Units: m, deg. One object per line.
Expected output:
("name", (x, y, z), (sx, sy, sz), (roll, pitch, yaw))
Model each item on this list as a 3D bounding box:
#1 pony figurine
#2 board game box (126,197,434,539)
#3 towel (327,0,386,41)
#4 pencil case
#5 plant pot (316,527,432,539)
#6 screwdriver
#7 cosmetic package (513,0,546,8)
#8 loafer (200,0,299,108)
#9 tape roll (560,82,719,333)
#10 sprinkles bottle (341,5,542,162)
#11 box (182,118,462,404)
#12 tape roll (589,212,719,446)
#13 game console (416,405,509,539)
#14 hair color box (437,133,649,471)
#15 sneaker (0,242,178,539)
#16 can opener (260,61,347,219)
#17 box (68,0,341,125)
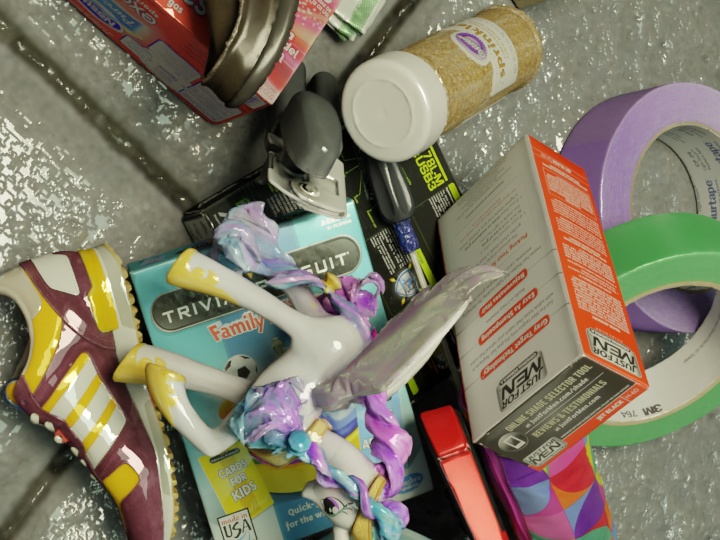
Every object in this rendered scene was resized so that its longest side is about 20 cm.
("pony figurine", (-0.020, 0.052, 0.704), (0.199, 0.167, 0.194), (36, 84, 7))
("board game box", (-0.051, 0.071, 0.791), (0.149, 0.047, 0.203), (-18, 101, -10))
("towel", (-0.043, -0.281, 0.864), (0.199, 0.031, 0.150), (38, 69, -21))
("pencil case", (0.132, 0.148, 0.884), (0.088, 0.088, 0.201), (-41, 129, -24))
("plant pot", (0.014, 0.242, 0.785), (0.199, 0.199, 0.136), (36, 69, -24))
("screwdriver", (0.043, 0.002, 0.846), (0.028, 0.029, 0.202), (-24, 94, -28))
("cosmetic package", (0.115, -0.307, 0.907), (0.073, 0.103, 0.201), (-46, 109, -21))
("loafer", (-0.076, -0.193, 0.706), (0.070, 0.073, 0.203), (11, 74, -23))
("tape roll", (0.254, -0.050, 1.001), (0.198, 0.065, 0.203), (1, 88, -28))
("sprinkles bottle", (0.062, -0.136, 0.848), (0.200, 0.068, 0.069), (-36, 108, -53))
("box", (0.000, 0.000, 0.868), (0.192, 0.047, 0.202), (-35, 104, -28))
("tape roll", (0.217, 0.049, 0.918), (0.198, 0.048, 0.202), (-9, 132, -10))
("game console", (0.085, 0.183, 0.815), (0.031, 0.200, 0.179), (-21, 76, 2))
("hair color box", (0.113, 0.017, 0.793), (0.061, 0.101, 0.202), (26, 38, -27))
("sneaker", (-0.175, 0.089, 0.758), (0.089, 0.075, 0.203), (-14, 90, -20))
("can opener", (-0.028, -0.098, 0.770), (0.053, 0.201, 0.067), (23, 117, -15))
("box", (-0.124, -0.196, 0.771), (0.200, 0.102, 0.095), (40, 70, -21))
